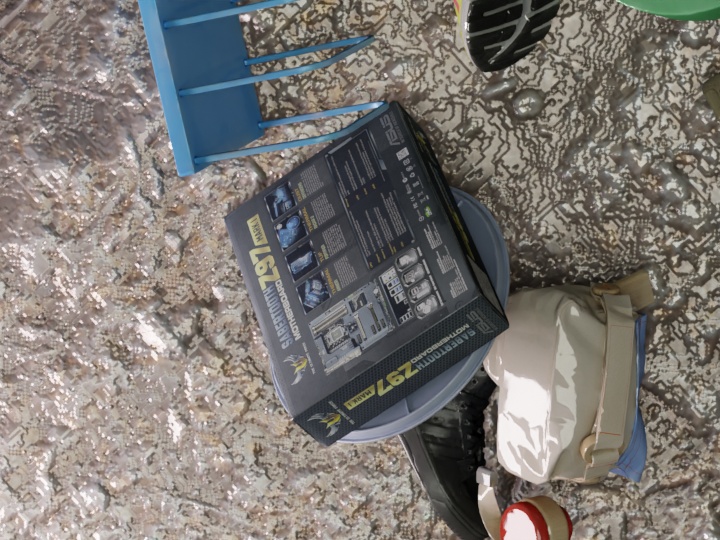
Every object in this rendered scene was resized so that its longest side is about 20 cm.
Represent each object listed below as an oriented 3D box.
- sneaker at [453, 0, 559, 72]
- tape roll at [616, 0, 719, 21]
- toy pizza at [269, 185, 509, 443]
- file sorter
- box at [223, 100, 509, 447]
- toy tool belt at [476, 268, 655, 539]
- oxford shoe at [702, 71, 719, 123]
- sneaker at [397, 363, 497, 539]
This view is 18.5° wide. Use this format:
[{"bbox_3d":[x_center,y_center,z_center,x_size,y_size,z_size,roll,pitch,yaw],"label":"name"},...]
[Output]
[{"bbox_3d":[0.083,-0.232,1.520,0.078,0.090,0.201,-21,128,-20],"label":"sneaker"},{"bbox_3d":[0.221,-0.269,1.471,0.199,0.048,0.203,1,92,29],"label":"tape roll"},{"bbox_3d":[0.022,0.032,1.552,0.200,0.201,0.032,-37,137,13],"label":"toy pizza"},{"bbox_3d":[-0.069,-0.185,1.507,0.122,0.139,0.202,-9,101,20],"label":"file sorter"},{"bbox_3d":[0.000,0.000,1.529,0.157,0.201,0.051,-33,137,12],"label":"box"},{"bbox_3d":[0.161,0.103,1.560,0.122,0.124,0.202,-7,104,-36],"label":"toy tool belt"},{"bbox_3d":[0.304,-0.059,1.548,0.074,0.070,0.201,-16,103,37],"label":"oxford shoe"},{"bbox_3d":[0.071,0.089,1.597,0.104,0.060,0.201,-30,86,13],"label":"sneaker"}]
